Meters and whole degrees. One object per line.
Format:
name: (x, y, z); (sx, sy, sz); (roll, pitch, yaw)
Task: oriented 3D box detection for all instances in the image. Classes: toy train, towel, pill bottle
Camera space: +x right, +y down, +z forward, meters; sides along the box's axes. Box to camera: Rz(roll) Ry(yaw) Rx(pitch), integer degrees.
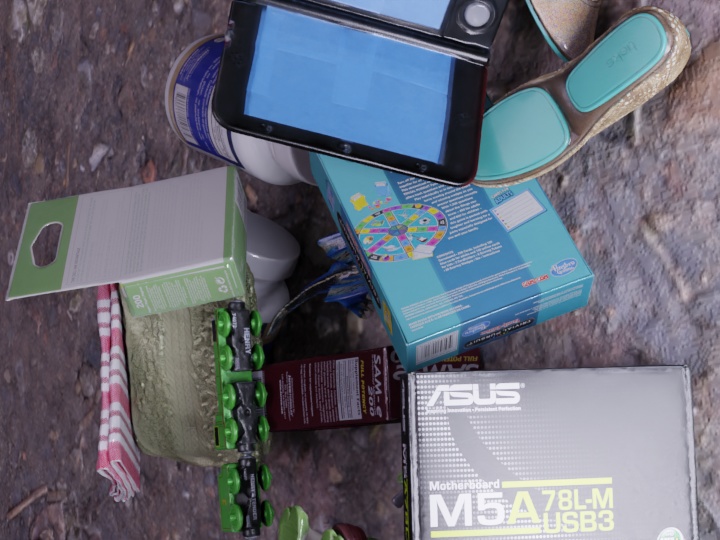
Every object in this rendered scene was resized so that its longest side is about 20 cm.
toy train: (-0.104, 0.127, 1.096); (0.056, 0.041, 0.202); (-17, 76, 61)
towel: (-0.234, 0.108, 1.224); (0.147, 0.030, 0.202); (97, 169, -68)
towel: (-0.153, 0.086, 1.178); (0.147, 0.036, 0.202); (3, 105, 24)
pill bottle: (-0.136, 0.048, 1.245); (0.116, 0.115, 0.201); (47, 123, 41)
pill bottle: (-0.085, -0.146, 1.193); (0.199, 0.119, 0.121); (26, 108, 47)

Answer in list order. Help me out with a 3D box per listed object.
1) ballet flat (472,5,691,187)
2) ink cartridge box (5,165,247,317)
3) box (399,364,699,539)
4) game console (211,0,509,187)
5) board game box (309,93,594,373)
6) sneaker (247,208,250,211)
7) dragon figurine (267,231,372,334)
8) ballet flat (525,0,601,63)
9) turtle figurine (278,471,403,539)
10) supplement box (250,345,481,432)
ballet flat: (0.159, -0.118, 0.934); (0.199, 0.065, 0.071); (-30, 73, 37)
ink cartridge box: (-0.201, -0.021, 1.137); (0.146, 0.198, 0.048); (-96, -7, -51)
box: (0.128, 0.162, 0.865); (0.048, 0.198, 0.195); (158, 112, -82)
game console: (0.011, -0.179, 0.905); (0.119, 0.198, 0.173); (-93, 20, -54)
board game box: (0.065, -0.038, 0.983); (0.047, 0.150, 0.201); (88, 160, -57)
sneaker: (-0.189, -0.046, 1.346); (0.199, 0.081, 0.076); (8, 96, 52)
dragon figurine: (0.000, 0.000, 1.068); (0.198, 0.099, 0.059); (-12, 73, 14)
ballet flat: (0.145, -0.250, 0.965); (0.067, 0.068, 0.201); (-36, 62, 35)
turtle figurine: (0.049, 0.183, 0.953); (0.201, 0.192, 0.144); (-63, 37, 31)
supplement box: (-0.003, 0.102, 1.086); (0.199, 0.108, 0.062); (-12, 79, 49)
